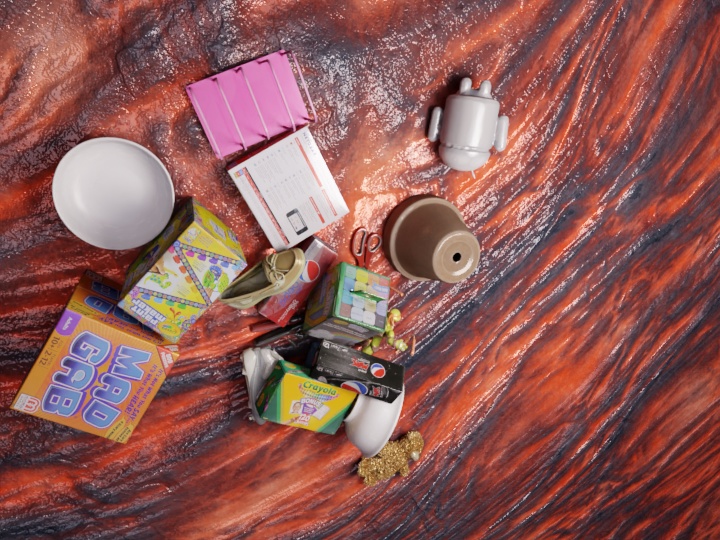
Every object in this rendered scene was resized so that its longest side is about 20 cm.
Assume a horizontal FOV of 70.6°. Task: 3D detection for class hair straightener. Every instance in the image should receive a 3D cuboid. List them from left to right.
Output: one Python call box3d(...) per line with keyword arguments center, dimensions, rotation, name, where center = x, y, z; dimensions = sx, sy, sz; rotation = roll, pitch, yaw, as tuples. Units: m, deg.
box3d(center=(-0.148, 0.135, 1.157), dimensions=(0.198, 0.041, 0.078), rotation=(-16, 114, -18), name="hair straightener")

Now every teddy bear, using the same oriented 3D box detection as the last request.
box3d(center=(0.085, 0.506, 1.351), dimensions=(0.198, 0.067, 0.146), rotation=(-14, 115, -14), name="teddy bear")

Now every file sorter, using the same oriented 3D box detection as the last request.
box3d(center=(-0.196, -0.302, 0.929), dimensions=(0.199, 0.125, 0.140), rotation=(-25, 115, -9), name="file sorter")

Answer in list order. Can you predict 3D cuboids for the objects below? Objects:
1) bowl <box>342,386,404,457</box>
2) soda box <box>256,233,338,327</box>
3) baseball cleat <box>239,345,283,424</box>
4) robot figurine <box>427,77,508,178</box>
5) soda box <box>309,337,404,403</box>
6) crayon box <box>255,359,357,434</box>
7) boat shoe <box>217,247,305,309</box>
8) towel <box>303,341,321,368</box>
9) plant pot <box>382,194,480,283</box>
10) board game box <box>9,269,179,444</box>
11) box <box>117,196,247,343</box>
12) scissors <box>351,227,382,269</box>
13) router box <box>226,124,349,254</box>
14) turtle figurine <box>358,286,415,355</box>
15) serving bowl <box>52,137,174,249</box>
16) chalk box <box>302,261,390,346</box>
box3d(center=(0.015, 0.326, 1.202), dimensions=(0.090, 0.201, 0.202), rotation=(28, 98, -11), name="bowl")
box3d(center=(-0.138, 0.018, 1.096), dimensions=(0.070, 0.063, 0.200), rotation=(35, 97, -27), name="soda box")
box3d(center=(-0.210, 0.262, 1.147), dimensions=(0.105, 0.070, 0.202), rotation=(-9, 118, -6), name="baseball cleat")
box3d(center=(0.230, -0.301, 1.086), dimensions=(0.168, 0.113, 0.202), rotation=(13, 108, 16), name="robot figurine")
box3d(center=(-0.006, 0.221, 1.110), dimensions=(0.198, 0.071, 0.064), rotation=(20, 137, -9), name="soda box")
box3d(center=(-0.119, 0.286, 1.140), dimensions=(0.199, 0.058, 0.119), rotation=(24, 100, -32), name="crayon box")
box3d(center=(-0.201, 0.016, 1.037), dimensions=(0.200, 0.074, 0.063), rotation=(-28, 159, 19), name="boat shoe")
box3d(center=(-0.095, 0.266, 1.211), dimensions=(0.111, 0.049, 0.202), rotation=(13, 105, -25), name="towel")
box3d(center=(0.168, -0.053, 1.118), dimensions=(0.198, 0.175, 0.202), rotation=(-6, 111, -17), name="plant pot")
box3d(center=(-0.478, 0.155, 0.952), dimensions=(0.199, 0.200, 0.201), rotation=(30, 97, -26), name="board game box")
box3d(center=(-0.329, -0.010, 0.945), dimensions=(0.193, 0.200, 0.122), rotation=(-46, 117, 2), name="box")
box3d(center=(0.000, 0.000, 1.171), dimensions=(0.073, 0.014, 0.202), rotation=(6, 108, -24), name="scissors")
box3d(center=(-0.144, -0.163, 1.039), dimensions=(0.179, 0.049, 0.201), rotation=(-31, 116, -7), name="router box")
box3d(center=(0.049, 0.143, 1.157), dimensions=(0.064, 0.201, 0.162), rotation=(13, 128, -33), name="turtle figurine")
box3d(center=(-0.445, -0.144, 0.931), dimensions=(0.198, 0.066, 0.202), rotation=(-7, 111, -17), name="serving bowl")
box3d(center=(-0.020, 0.068, 1.067), dimensions=(0.124, 0.200, 0.125), rotation=(21, 61, -24), name="chalk box")
